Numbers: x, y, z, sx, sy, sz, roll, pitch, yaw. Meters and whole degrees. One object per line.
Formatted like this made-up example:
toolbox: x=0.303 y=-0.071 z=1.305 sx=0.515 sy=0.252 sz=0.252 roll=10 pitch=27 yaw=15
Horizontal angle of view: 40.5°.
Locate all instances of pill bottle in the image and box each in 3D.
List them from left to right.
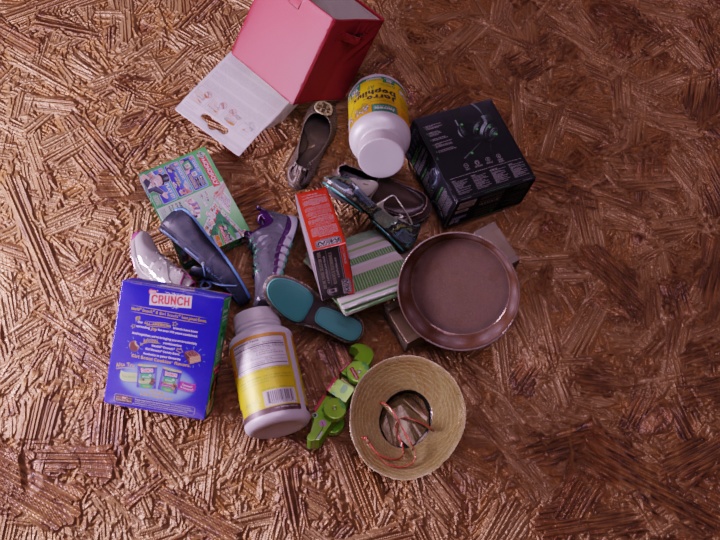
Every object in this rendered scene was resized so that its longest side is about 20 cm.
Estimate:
pill bottle: x=-0.153 y=0.165 z=1.596 sx=0.108 sy=0.109 sz=0.201 roll=-10 pitch=66 yaw=-10
pill bottle: x=0.034 y=-0.260 z=1.772 sx=0.112 sy=0.113 sz=0.201 roll=3 pitch=41 yaw=-4

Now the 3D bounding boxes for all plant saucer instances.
plant saucer: x=0.160 y=0.031 z=1.579 sx=0.199 sy=0.202 sz=0.035 roll=22 pitch=22 yaw=5

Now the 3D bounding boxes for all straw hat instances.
straw hat: x=0.072 y=0.246 z=1.593 sx=0.199 sy=0.085 sz=0.203 roll=0 pitch=69 yaw=-1

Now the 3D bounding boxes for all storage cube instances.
storage cube: x=-0.097 y=-0.429 z=1.796 sx=0.200 sy=0.180 sz=0.171 roll=42 pitch=31 yaw=18

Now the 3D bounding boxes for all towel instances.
towel: x=0.000 y=0.000 z=1.680 sx=0.151 sy=0.024 sz=0.200 roll=-20 pitch=35 yaw=-14

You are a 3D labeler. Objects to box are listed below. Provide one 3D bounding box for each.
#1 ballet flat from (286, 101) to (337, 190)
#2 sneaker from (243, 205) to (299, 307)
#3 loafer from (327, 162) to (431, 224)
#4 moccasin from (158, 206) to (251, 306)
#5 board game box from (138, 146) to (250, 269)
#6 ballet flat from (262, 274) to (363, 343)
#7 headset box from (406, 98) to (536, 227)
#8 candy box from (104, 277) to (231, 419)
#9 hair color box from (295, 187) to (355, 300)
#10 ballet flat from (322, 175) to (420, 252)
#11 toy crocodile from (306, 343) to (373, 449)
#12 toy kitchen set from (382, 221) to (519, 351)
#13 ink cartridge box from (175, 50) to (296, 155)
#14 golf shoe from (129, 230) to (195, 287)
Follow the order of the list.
ballet flat: x=-0.090 y=-0.242 z=1.824 sx=0.067 sy=0.046 sz=0.201 roll=19 pitch=65 yaw=3
sneaker: x=-0.172 y=-0.019 z=1.697 sx=0.087 sy=0.075 sz=0.201 roll=20 pitch=55 yaw=-7
loafer: x=0.034 y=-0.139 z=1.775 sx=0.198 sy=0.071 sz=0.074 roll=16 pitch=65 yaw=2
moccasin: x=-0.268 y=-0.014 z=1.674 sx=0.068 sy=0.080 sz=0.200 roll=-39 pitch=92 yaw=-11
board game box: x=-0.297 y=-0.115 z=1.755 sx=0.134 sy=0.029 sz=0.201 roll=-24 pitch=70 yaw=-16
ballet flat: x=-0.086 y=0.063 z=1.647 sx=0.199 sy=0.075 sz=0.068 roll=28 pitch=91 yaw=-22
headset box: x=0.194 y=-0.205 z=1.799 sx=0.173 sy=0.093 sz=0.201 roll=-18 pitch=69 yaw=-21
candy box: x=-0.309 y=0.123 z=1.574 sx=0.168 sy=0.077 sz=0.202 roll=10 pitch=95 yaw=-1
hair color box: x=-0.062 y=-0.048 z=1.655 sx=0.061 sy=0.102 sz=0.200 roll=-13 pitch=34 yaw=-4
ballet flat: x=0.025 y=-0.119 z=1.728 sx=0.200 sy=0.074 sz=0.074 roll=40 pitch=66 yaw=-11
toy crocodile: x=-0.035 y=0.207 z=1.612 sx=0.061 sy=0.068 sz=0.201 roll=28 pitch=64 yaw=14
toy kitchen set: x=0.129 y=-0.003 z=1.662 sx=0.199 sy=0.181 sz=0.164 roll=-26 pitch=69 yaw=-16
ink cartridge box: x=-0.226 y=-0.318 z=1.848 sx=0.160 sy=0.047 sz=0.200 roll=36 pitch=69 yaw=10
golf shoe: x=-0.326 y=0.014 z=1.657 sx=0.091 sy=0.075 sz=0.201 roll=-28 pitch=75 yaw=13
